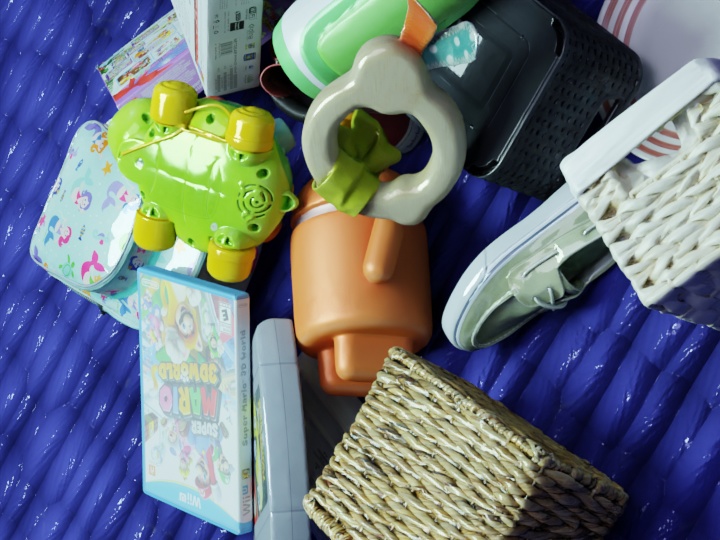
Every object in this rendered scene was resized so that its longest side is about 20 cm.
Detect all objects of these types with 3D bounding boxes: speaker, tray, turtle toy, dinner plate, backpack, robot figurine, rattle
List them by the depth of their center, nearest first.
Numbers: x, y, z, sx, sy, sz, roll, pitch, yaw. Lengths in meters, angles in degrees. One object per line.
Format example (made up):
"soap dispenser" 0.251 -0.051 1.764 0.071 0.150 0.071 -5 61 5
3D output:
"dinner plate" 0.261 -0.174 1.488 0.199 0.024 0.202 -14 69 39
"rattle" 0.035 -0.146 1.489 0.129 0.143 0.202 21 125 13
"speaker" 0.026 -0.213 1.520 0.199 0.088 0.089 -33 57 31
"robot figurine" 0.001 -0.001 1.603 0.115 0.144 0.202 -10 68 15
"turtle toy" -0.131 -0.087 1.625 0.198 0.101 0.147 21 113 24
"tray" -0.028 0.159 1.642 0.108 0.022 0.200 -54 49 17
"backpack" -0.187 -0.035 1.766 0.199 0.150 0.179 30 99 37

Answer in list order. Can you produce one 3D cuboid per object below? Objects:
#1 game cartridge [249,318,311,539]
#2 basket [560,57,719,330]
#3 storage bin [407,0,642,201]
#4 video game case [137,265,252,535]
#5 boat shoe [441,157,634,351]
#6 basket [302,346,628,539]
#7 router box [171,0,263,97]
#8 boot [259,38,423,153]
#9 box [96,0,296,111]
"game cartridge" -0.068 0.148 1.591 0.133 0.040 0.202 123 143 -67
"basket" 0.254 -0.041 1.338 0.135 0.199 0.124 -37 60 26
"storage bin" 0.110 -0.160 1.552 0.200 0.093 0.136 47 114 45
"video game case" -0.139 0.106 1.649 0.142 0.018 0.202 14 109 48
"boat shoe" 0.143 -0.003 1.508 0.200 0.072 0.062 -46 49 18
"basket" 0.081 0.174 1.455 0.199 0.142 0.150 32 93 47
"router box" -0.128 -0.274 1.609 0.201 0.048 0.181 97 155 -58
"boot" -0.050 -0.175 1.682 0.200 0.143 0.073 42 111 43
"box" -0.139 -0.210 1.762 0.199 0.039 0.137 -37 25 0
